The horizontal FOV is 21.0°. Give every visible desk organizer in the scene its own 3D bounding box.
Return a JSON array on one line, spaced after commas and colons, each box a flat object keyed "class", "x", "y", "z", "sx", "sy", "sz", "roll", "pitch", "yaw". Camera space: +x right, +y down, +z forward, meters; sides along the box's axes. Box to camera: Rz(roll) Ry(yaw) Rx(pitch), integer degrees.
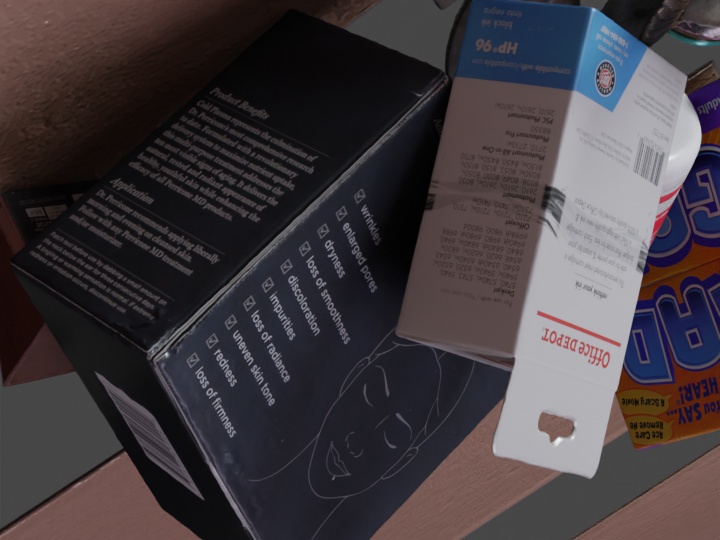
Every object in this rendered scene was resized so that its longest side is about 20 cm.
[{"class": "desk organizer", "x": -0.108, "y": -0.003, "z": 1.036, "sx": 0.199, "sy": 0.072, "sz": 0.077, "roll": -11, "pitch": 153, "yaw": -42}]

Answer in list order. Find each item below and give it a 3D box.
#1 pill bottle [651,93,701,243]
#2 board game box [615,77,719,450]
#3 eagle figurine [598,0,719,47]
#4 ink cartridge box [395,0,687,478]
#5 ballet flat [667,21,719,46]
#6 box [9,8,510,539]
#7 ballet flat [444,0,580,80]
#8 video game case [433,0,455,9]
[{"class": "pill bottle", "x": 0.123, "y": -0.029, "z": 1.193, "sx": 0.112, "sy": 0.112, "sz": 0.201, "roll": -16, "pitch": 143, "yaw": -34}, {"class": "board game box", "x": 0.275, "y": -0.021, "z": 1.256, "sx": 0.199, "sy": 0.201, "sz": 0.200, "roll": -16, "pitch": 175, "yaw": -33}, {"class": "eagle figurine", "x": 0.180, "y": -0.161, "z": 0.927, "sx": 0.151, "sy": 0.151, "sz": 0.200, "roll": -52, "pitch": 156, "yaw": -8}, {"class": "ink cartridge box", "x": 0.082, "y": -0.013, "z": 0.906, "sx": 0.116, "sy": 0.067, "sz": 0.202, "roll": 20, "pitch": 82, "yaw": -56}, {"class": "ballet flat", "x": 0.253, "y": -0.173, "z": 1.179, "sx": 0.199, "sy": 0.069, "sz": 0.072, "roll": -6, "pitch": 127, "yaw": -47}, {"class": "box", "x": -0.032, "y": 0.019, "z": 0.954, "sx": 0.196, "sy": 0.124, "sz": 0.201, "roll": -43, "pitch": 136, "yaw": -19}, {"class": "ballet flat", "x": 0.076, "y": -0.096, "z": 1.083, "sx": 0.067, "sy": 0.046, "sz": 0.201, "roll": 13, "pitch": 126, "yaw": 2}, {"class": "video game case", "x": 0.075, "y": -0.217, "z": 0.874, "sx": 0.181, "sy": 0.036, "sz": 0.200, "roll": -36, "pitch": 158, "yaw": 5}]
